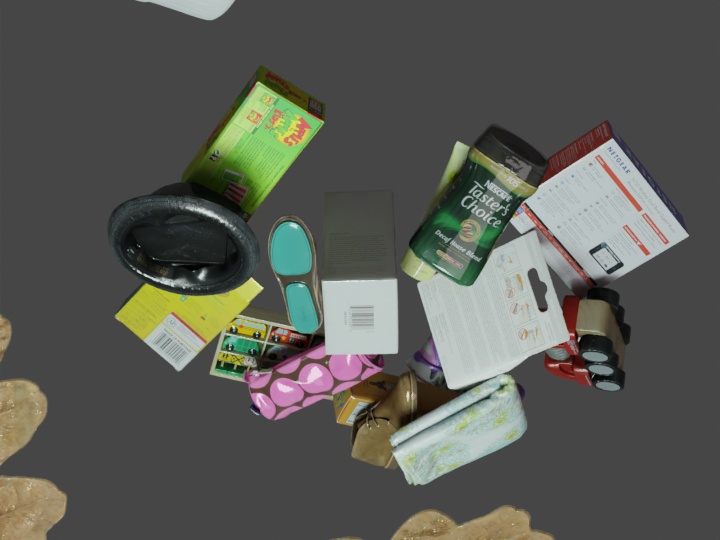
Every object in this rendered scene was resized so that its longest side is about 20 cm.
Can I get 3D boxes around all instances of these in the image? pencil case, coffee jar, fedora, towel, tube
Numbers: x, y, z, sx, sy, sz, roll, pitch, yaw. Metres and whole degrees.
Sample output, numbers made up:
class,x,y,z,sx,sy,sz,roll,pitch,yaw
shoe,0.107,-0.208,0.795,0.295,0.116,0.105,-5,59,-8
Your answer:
class,x,y,z,sx,sy,sz,roll,pitch,yaw
pencil case,-0.069,0.143,1.764,0.199,0.091,0.094,-27,116,16
coffee jar,0.155,-0.086,1.583,0.104,0.085,0.201,32,105,-1
fedora,-0.223,-0.056,1.585,0.199,0.092,0.201,5,137,4
towel,0.142,0.232,1.731,0.199,0.048,0.171,-29,153,-1
tube,0.118,-0.078,1.655,0.058,0.052,0.201,-3,130,-48

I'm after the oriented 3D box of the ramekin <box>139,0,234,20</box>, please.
class,x,y,z,sx,sy,sz,roll,pitch,yaw
ramekin,-0.172,-0.376,1.341,0.097,0.201,0.201,20,125,-23

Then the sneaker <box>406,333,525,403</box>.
class,x,y,z,sx,sy,sz,roll,pitch,yaw
sneaker,0.170,0.144,1.809,0.199,0.080,0.089,24,100,-23

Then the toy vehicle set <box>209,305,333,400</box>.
class,x,y,z,sx,sy,sz,roll,pitch,yaw
toy vehicle set,-0.115,0.122,1.817,0.199,0.027,0.125,13,126,-9

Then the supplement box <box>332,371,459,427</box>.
class,x,y,z,sx,sy,sz,roll,pitch,yaw
supplement box,0.059,0.205,1.839,0.199,0.067,0.069,17,128,-22

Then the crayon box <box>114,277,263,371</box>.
class,x,y,z,sx,sy,sz,roll,pitch,yaw
crayon box,-0.236,0.035,1.721,0.127,0.051,0.200,42,117,-12

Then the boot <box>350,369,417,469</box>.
class,x,y,z,sx,sy,sz,roll,pitch,yaw
boot,0.035,0.216,1.756,0.075,0.074,0.201,9,133,-9

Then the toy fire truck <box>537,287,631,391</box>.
class,x,y,z,sx,sy,sz,roll,pitch,yaw
toy fire truck,0.271,0.110,1.736,0.199,0.130,0.176,3,156,23

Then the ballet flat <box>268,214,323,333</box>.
class,x,y,z,sx,sy,sz,roll,pitch,yaw
ballet flat,-0.088,-0.006,1.695,0.068,0.067,0.201,1,126,7

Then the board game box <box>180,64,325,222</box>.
class,x,y,z,sx,sy,sz,roll,pitch,yaw
board game box,-0.142,-0.159,1.592,0.101,0.048,0.200,29,122,-20

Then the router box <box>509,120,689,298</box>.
class,x,y,z,sx,sy,sz,roll,pitch,yaw
router box,0.316,-0.076,1.653,0.179,0.049,0.200,-32,120,22

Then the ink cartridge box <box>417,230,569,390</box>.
class,x,y,z,sx,sy,sz,roll,pitch,yaw
ink cartridge box,0.187,0.056,1.672,0.199,0.162,0.050,-25,162,28

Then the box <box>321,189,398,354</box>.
class,x,y,z,sx,sy,sz,roll,pitch,yaw
box,0.000,0.000,1.616,0.097,0.201,0.125,-1,127,1
